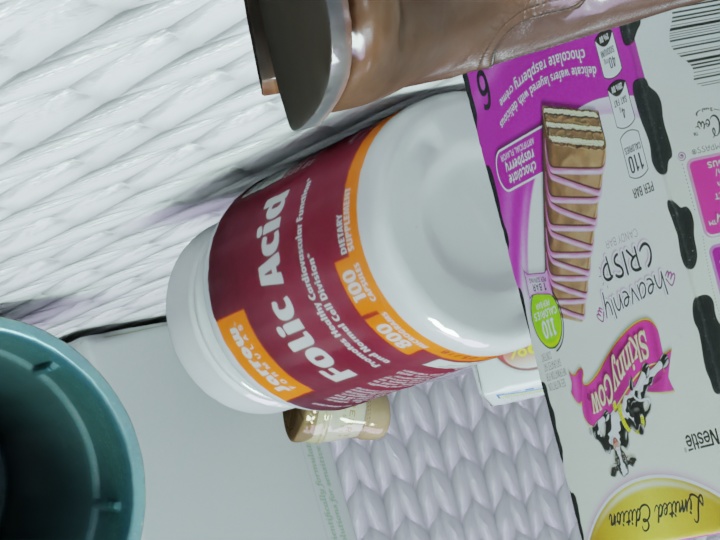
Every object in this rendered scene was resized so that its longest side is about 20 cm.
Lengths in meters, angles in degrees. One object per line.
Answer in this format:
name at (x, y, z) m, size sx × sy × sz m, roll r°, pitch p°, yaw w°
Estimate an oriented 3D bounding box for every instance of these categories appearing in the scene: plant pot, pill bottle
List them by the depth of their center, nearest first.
pill bottle at (0.000, 0.000, 1.120) m, size 0.114 × 0.115 × 0.200 m, roll -11°, pitch 173°, yaw -35°
plant pot at (-0.250, 0.130, 1.455) m, size 0.199 × 0.201 × 0.196 m, roll -12°, pitch -178°, yaw -24°

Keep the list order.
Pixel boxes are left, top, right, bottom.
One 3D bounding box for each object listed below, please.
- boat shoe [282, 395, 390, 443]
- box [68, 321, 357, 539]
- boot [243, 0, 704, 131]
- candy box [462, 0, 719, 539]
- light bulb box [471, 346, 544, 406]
boat shoe at (-0.020, 0.068, 1.654) m, size 0.064 × 0.072 × 0.200 m, roll 9°, pitch -161°, yaw -10°
box at (-0.144, 0.144, 1.743) m, size 0.200 × 0.200 × 0.171 m, roll -12°, pitch 174°, yaw -44°
boot at (0.069, -0.089, 0.660) m, size 0.199 × 0.065 × 0.186 m, roll -11°, pitch -173°, yaw -4°
candy box at (0.108, -0.005, 0.898) m, size 0.061 × 0.201 × 0.136 m, roll -13°, pitch 174°, yaw -22°
light bulb box at (0.147, -0.009, 1.363) m, size 0.197 × 0.125 × 0.200 m, roll -14°, pitch 174°, yaw 3°
